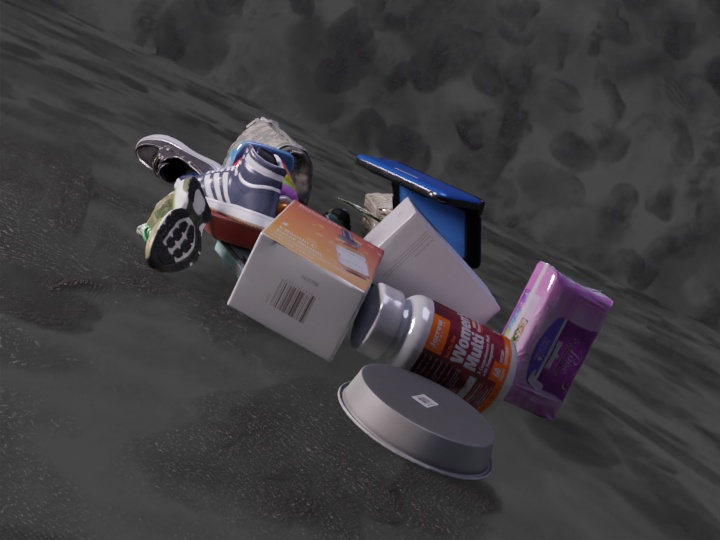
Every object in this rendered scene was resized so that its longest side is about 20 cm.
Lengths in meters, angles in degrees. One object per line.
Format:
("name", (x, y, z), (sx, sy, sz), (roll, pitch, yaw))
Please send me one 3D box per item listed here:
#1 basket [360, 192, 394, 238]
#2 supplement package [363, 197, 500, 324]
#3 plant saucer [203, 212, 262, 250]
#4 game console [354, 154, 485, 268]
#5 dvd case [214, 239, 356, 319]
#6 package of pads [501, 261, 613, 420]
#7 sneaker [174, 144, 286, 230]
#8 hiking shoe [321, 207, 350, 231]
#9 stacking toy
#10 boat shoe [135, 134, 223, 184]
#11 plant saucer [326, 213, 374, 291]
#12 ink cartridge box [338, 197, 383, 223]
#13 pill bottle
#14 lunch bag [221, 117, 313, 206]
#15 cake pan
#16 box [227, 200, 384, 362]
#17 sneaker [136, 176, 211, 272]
("basket", (0.099, -0.071, 1.774), (0.196, 0.126, 0.136), (0, 17, -9))
("supplement package", (0.099, 0.011, 1.434), (0.200, 0.120, 0.121), (47, 8, -12))
("plant saucer", (-0.164, -0.057, 1.459), (0.197, 0.037, 0.200), (18, 6, -23))
("game console", (0.092, -0.093, 1.520), (0.198, 0.120, 0.169), (28, 16, 37))
("dvd case", (-0.105, 0.013, 1.395), (0.197, 0.022, 0.146), (16, 16, -33))
("package of pads", (0.268, 0.102, 1.363), (0.119, 0.203, 0.076), (24, 7, -21))
("sneaker", (-0.185, -0.135, 1.375), (0.198, 0.110, 0.070), (23, 6, 36))
("hiking shoe", (-0.061, -0.058, 1.590), (0.075, 0.102, 0.200), (24, 12, -2))
("stacking toy", (-0.131, -0.103, 1.424), (0.108, 0.118, 0.200), (11, 22, -33))
("boat shoe", (-0.326, -0.179, 1.653), (0.198, 0.071, 0.066), (28, 30, 20))
("plant saucer", (0.000, 0.000, 1.483), (0.201, 0.027, 0.200), (53, 7, -9))
("ink cartridge box", (0.053, -0.049, 1.561), (0.197, 0.049, 0.145), (26, 2, -17))
("pill bottle", (0.093, 0.099, 1.207), (0.197, 0.111, 0.110), (26, 11, -15))
("lunch bag", (-0.164, -0.168, 1.675), (0.137, 0.170, 0.200), (19, 13, -27))
("cake pan", (0.069, 0.166, 1.080), (0.197, 0.037, 0.201), (24, 12, -6))
("box", (-0.065, 0.008, 1.239), (0.150, 0.108, 0.200), (28, 18, -1))
("sneaker", (-0.261, -0.049, 1.268), (0.078, 0.087, 0.201), (62, 18, -23))
